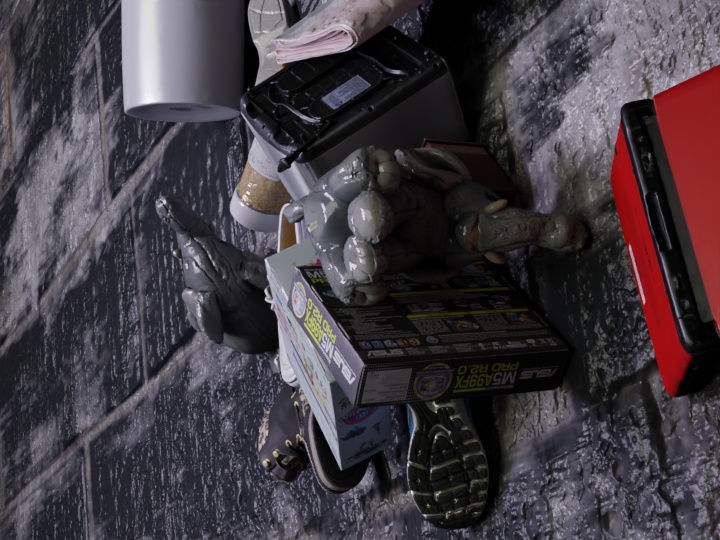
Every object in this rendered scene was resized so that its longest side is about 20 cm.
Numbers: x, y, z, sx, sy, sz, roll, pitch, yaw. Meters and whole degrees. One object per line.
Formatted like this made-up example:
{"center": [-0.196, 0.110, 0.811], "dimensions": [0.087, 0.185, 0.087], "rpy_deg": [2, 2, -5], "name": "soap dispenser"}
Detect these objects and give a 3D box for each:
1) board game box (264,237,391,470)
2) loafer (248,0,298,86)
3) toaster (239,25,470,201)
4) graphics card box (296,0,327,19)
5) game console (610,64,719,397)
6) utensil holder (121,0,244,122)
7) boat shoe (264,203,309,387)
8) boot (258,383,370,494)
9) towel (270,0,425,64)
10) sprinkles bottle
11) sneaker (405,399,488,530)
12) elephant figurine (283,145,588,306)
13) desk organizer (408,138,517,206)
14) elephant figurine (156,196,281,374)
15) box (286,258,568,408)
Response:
{"center": [-0.028, 0.082, 1.387], "dimensions": [0.148, 0.064, 0.200], "rpy_deg": [61, 169, 28], "name": "board game box"}
{"center": [-0.089, -0.241, 1.720], "dimensions": [0.071, 0.063, 0.202], "rpy_deg": [-15, 74, 26], "name": "loafer"}
{"center": [-0.012, -0.142, 1.405], "dimensions": [0.181, 0.199, 0.119], "rpy_deg": [43, 164, 55], "name": "toaster"}
{"center": [-0.032, -0.350, 1.619], "dimensions": [0.126, 0.050, 0.201], "rpy_deg": [-55, 42, 46], "name": "graphics card box"}
{"center": [0.266, -0.032, 1.049], "dimensions": [0.173, 0.118, 0.202], "rpy_deg": [79, -179, -66], "name": "game console"}
{"center": [-0.232, -0.305, 1.873], "dimensions": [0.170, 0.169, 0.202], "rpy_deg": [-5, 84, 62], "name": "utensil holder"}
{"center": [-0.073, 0.023, 1.542], "dimensions": [0.071, 0.069, 0.202], "rpy_deg": [-12, 66, 51], "name": "boat shoe"}
{"center": [-0.055, 0.185, 1.573], "dimensions": [0.151, 0.073, 0.201], "rpy_deg": [-57, 36, 41], "name": "boot"}
{"center": [0.024, -0.268, 1.376], "dimensions": [0.032, 0.200, 0.191], "rpy_deg": [58, 158, -18], "name": "towel"}
{"center": [-0.090, -0.141, 1.630], "dimensions": [0.068, 0.068, 0.201], "rpy_deg": [62, 139, 45], "name": "sprinkles bottle"}
{"center": [0.079, 0.142, 1.337], "dimensions": [0.089, 0.078, 0.202], "rpy_deg": [-26, -73, -77], "name": "sneaker"}
{"center": [0.063, -0.041, 1.234], "dimensions": [0.142, 0.198, 0.156], "rpy_deg": [-59, 46, 48], "name": "elephant figurine"}
{"center": [0.071, -0.019, 1.362], "dimensions": [0.077, 0.071, 0.201], "rpy_deg": [58, 136, 44], "name": "desk organizer"}
{"center": [-0.156, 0.018, 1.643], "dimensions": [0.200, 0.154, 0.143], "rpy_deg": [64, -140, -74], "name": "elephant figurine"}
{"center": [0.057, 0.049, 1.240], "dimensions": [0.160, 0.198, 0.045], "rpy_deg": [51, 136, 51], "name": "box"}
